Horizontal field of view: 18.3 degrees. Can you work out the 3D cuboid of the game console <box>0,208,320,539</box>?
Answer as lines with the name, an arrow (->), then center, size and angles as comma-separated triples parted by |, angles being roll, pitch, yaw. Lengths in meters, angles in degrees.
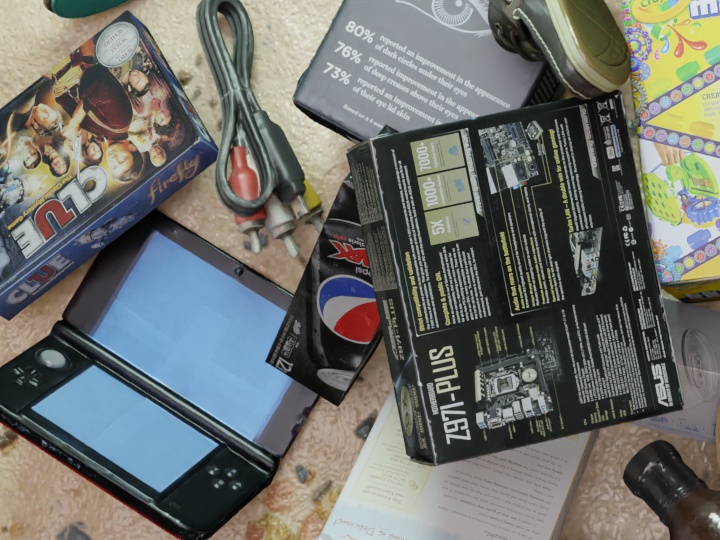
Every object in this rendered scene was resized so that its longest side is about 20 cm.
game console -> -0.140, 0.069, 1.579 | 0.199, 0.172, 0.119 | 31, 119, 13

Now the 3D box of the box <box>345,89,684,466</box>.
box -> 0.093, 0.005, 1.374 | 0.162, 0.086, 0.202 | -12, 91, -11

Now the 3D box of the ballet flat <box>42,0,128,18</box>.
ballet flat -> -0.148, -0.253, 1.634 | 0.199, 0.069, 0.070 | -26, 81, 8

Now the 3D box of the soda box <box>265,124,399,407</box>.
soda box -> 0.000, 0.000, 1.505 | 0.063, 0.201, 0.071 | 30, 48, 5

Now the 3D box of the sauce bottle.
sauce bottle -> 0.243, 0.187, 1.428 | 0.065, 0.065, 0.200 | -45, 57, 6

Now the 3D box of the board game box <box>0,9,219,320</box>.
board game box -> -0.212, -0.077, 1.622 | 0.199, 0.035, 0.136 | -37, 60, 8

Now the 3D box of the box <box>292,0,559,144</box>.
box -> 0.067, -0.161, 1.525 | 0.147, 0.104, 0.201 | 30, 91, 10

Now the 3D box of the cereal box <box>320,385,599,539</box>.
cereal box -> 0.071, 0.140, 1.500 | 0.143, 0.040, 0.201 | 17, 47, 13

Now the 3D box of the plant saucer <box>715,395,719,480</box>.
plant saucer -> 0.306, 0.128, 1.405 | 0.200, 0.035, 0.202 | 26, 124, 47

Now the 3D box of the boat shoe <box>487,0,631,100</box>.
boat shoe -> 0.113, -0.161, 1.393 | 0.066, 0.072, 0.202 | -41, 36, 21

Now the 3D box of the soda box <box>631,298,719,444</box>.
soda box -> 0.168, 0.055, 1.517 | 0.198, 0.068, 0.064 | 14, 130, 12

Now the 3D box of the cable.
cable -> -0.090, -0.103, 1.596 | 0.050, 0.097, 0.201 | -40, 70, 42

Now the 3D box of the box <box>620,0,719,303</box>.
box -> 0.248, -0.086, 1.457 | 0.121, 0.200, 0.195 | -7, 84, 12

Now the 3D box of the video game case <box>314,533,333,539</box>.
video game case -> 0.013, 0.264, 1.480 | 0.182, 0.200, 0.022 | 42, 65, 2
